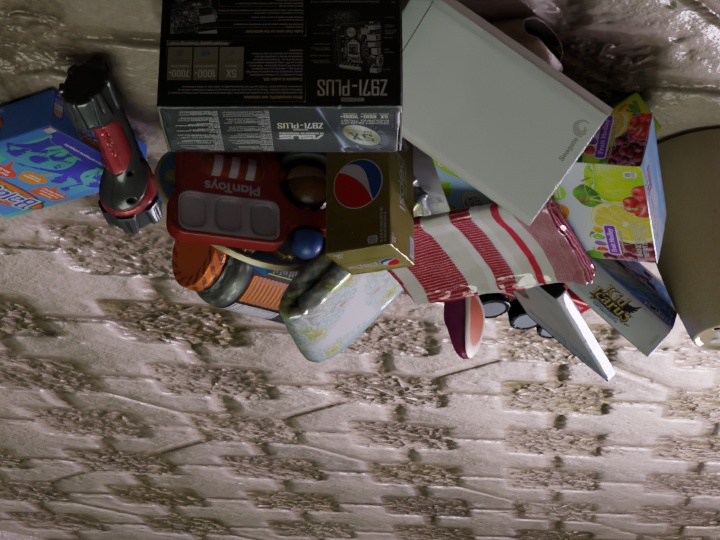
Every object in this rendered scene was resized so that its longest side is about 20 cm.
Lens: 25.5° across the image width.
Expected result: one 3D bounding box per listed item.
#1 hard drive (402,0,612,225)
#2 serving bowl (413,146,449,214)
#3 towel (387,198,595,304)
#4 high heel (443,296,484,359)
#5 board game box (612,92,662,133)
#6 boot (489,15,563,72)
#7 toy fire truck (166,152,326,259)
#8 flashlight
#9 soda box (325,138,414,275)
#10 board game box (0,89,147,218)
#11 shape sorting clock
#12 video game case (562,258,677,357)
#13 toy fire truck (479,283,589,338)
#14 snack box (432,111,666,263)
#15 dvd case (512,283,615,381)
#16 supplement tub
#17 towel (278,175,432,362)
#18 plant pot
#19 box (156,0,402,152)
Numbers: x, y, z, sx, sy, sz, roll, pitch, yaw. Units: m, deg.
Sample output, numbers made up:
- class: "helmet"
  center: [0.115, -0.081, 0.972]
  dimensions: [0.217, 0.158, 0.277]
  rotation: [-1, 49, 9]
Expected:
- class: "hard drive"
  center: [0.104, -0.147, 1.409]
  dimensions: [0.200, 0.027, 0.132]
  rotation: [35, 121, 3]
- class: "serving bowl"
  center: [0.059, -0.098, 1.701]
  dimensions: [0.200, 0.066, 0.200]
  rotation: [-1, 159, 0]
- class: "towel"
  center: [0.113, -0.016, 1.542]
  dimensions: [0.200, 0.023, 0.144]
  rotation: [-8, 147, 25]
- class: "high heel"
  center: [0.091, 0.029, 1.848]
  dimensions: [0.096, 0.200, 0.067]
  rotation: [-14, 134, 17]
- class: "board game box"
  center: [0.211, -0.104, 1.641]
  dimensions: [0.102, 0.048, 0.200]
  rotation: [-35, 179, -33]
- class: "boot"
  center: [0.168, -0.175, 1.508]
  dimensions: [0.075, 0.074, 0.200]
  rotation: [-19, 151, 20]
- class: "toy fire truck"
  center: [-0.092, -0.094, 1.569]
  dimensions: [0.200, 0.168, 0.112]
  rotation: [9, 157, -21]
- class: "flashlight"
  center: [-0.249, -0.118, 1.574]
  dimensions: [0.068, 0.068, 0.200]
  rotation: [-25, 146, -6]
- class: "soda box"
  center: [0.009, -0.102, 1.504]
  dimensions: [0.068, 0.200, 0.064]
  rotation: [-9, 157, 22]
- class: "board game box"
  center: [-0.350, -0.119, 1.672]
  dimensions: [0.200, 0.045, 0.152]
  rotation: [-13, 156, 30]
- class: "shape sorting clock"
  center: [-0.117, -0.068, 1.633]
  dimensions: [0.200, 0.200, 0.039]
  rotation: [11, 127, -26]
- class: "video game case"
  center: [0.264, 0.002, 1.730]
  dimensions: [0.045, 0.181, 0.200]
  rotation: [-51, 175, 15]
- class: "toy fire truck"
  center: [0.245, 0.000, 1.901]
  dimensions: [0.176, 0.129, 0.200]
  rotation: [18, 140, -38]
- class: "snack box"
  center: [0.181, -0.082, 1.508]
  dimensions: [0.200, 0.068, 0.169]
  rotation: [6, 151, 21]
- class: "dvd case"
  center: [0.204, 0.036, 1.759]
  dimensions: [0.018, 0.143, 0.200]
  rotation: [-45, 141, -5]
- class: "supplement tub"
  center: [-0.112, -0.005, 1.860]
  dimensions: [0.200, 0.123, 0.122]
  rotation: [17, 153, -35]
- class: "towel"
  center: [0.000, 0.000, 1.648]
  dimensions: [0.048, 0.200, 0.171]
  rotation: [41, 171, 20]
- class: "plant pot"
  center: [0.393, -0.022, 1.705]
  dimensions: [0.187, 0.200, 0.187]
  rotation: [-2, 158, -1]
- class: "box"
  center: [-0.064, -0.189, 1.332]
  dimensions: [0.200, 0.164, 0.086]
  rotation: [-1, 158, 0]
